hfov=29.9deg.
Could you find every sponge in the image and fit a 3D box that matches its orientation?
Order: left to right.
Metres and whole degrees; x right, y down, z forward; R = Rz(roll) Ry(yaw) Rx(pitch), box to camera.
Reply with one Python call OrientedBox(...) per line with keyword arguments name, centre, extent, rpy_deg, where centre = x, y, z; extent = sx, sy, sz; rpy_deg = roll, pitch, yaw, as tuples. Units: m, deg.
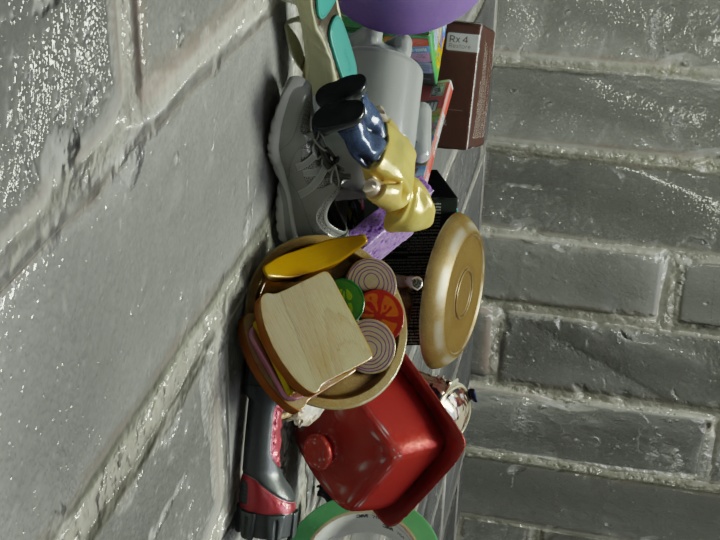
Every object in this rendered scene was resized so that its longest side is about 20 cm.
OrientedBox(name="sponge", centre=(-0.003, -0.020, 1.513), extent=(0.200, 0.030, 0.112), rpy_deg=(-39, 169, -26))

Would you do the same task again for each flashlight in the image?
OrientedBox(name="flashlight", centre=(-0.091, 0.180, 1.415), extent=(0.068, 0.067, 0.202), rpy_deg=(-15, 113, -78))

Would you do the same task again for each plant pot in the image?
OrientedBox(name="plant pot", centre=(0.121, 0.028, 1.702), extent=(0.200, 0.027, 0.202), rpy_deg=(11, 90, -69))

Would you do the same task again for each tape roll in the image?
OrientedBox(name="tape roll", centre=(0.003, 0.377, 1.694), extent=(0.048, 0.199, 0.201), rpy_deg=(87, 15, -47))
OrientedBox(name="tape roll", centre=(0.048, -0.362, 1.450), extent=(0.085, 0.198, 0.201), rpy_deg=(66, 33, -70))

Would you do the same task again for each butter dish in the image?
OrientedBox(name="butter dish", centre=(-0.007, 0.201, 1.621), extent=(0.147, 0.200, 0.200), rpy_deg=(-14, 150, -45))

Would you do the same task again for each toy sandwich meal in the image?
OrientedBox(name="toy sandwich meal", centre=(-0.031, 0.049, 1.373), extent=(0.070, 0.204, 0.207), rpy_deg=(-33, -139, 59))

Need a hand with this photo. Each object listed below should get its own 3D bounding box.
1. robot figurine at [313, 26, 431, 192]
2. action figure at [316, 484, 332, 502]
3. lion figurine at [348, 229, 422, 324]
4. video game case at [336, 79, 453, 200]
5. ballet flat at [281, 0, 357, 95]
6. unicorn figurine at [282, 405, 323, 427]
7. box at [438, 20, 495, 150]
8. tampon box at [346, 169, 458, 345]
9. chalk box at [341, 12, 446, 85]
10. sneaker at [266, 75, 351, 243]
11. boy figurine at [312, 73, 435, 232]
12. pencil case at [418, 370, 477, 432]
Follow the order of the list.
OrientedBox(name="robot figurine", centre=(0.010, -0.175, 1.530), extent=(0.113, 0.169, 0.202), rpy_deg=(-20, -121, 62))
OrientedBox(name="action figure", centre=(-0.003, 0.214, 1.836), extent=(0.119, 0.101, 0.202), rpy_deg=(-11, 110, -67))
OrientedBox(name="lion figurine", centre=(0.000, 0.000, 1.647), extent=(0.072, 0.200, 0.122), rpy_deg=(-44, -167, -17))
OrientedBox(name="video game case", centre=(0.028, -0.159, 1.639), extent=(0.201, 0.142, 0.018), rpy_deg=(-73, 151, -44))
OrientedBox(name="ballet flat", centre=(-0.050, -0.261, 1.361), extent=(0.070, 0.069, 0.201), rpy_deg=(-71, 159, -48))
OrientedBox(name="unicorn figurine", centre=(-0.045, 0.101, 1.567), extent=(0.200, 0.073, 0.138), rpy_deg=(-72, -175, -77))
OrientedBox(name="box", centre=(0.087, -0.255, 1.826), extent=(0.200, 0.165, 0.166), rpy_deg=(-32, 129, -76))
OrientedBox(name="tampon box", centre=(0.049, -0.019, 1.781), extent=(0.150, 0.125, 0.202), rpy_deg=(-116, -153, -69))
OrientedBox(name="chalk box", centre=(0.039, -0.308, 1.648), extent=(0.124, 0.124, 0.201), rpy_deg=(72, 25, -67))
OrientedBox(name="sneaker", centre=(-0.048, -0.115, 1.409), extent=(0.075, 0.081, 0.201), rpy_deg=(-72, 164, -47))
OrientedBox(name="boy figurine", centre=(0.021, -0.115, 1.402), extent=(0.200, 0.064, 0.125), rpy_deg=(56, 28, -46))
OrientedBox(name="pencil case", centre=(0.050, 0.152, 1.712), extent=(0.078, 0.199, 0.090), rpy_deg=(-6, 109, -47))
